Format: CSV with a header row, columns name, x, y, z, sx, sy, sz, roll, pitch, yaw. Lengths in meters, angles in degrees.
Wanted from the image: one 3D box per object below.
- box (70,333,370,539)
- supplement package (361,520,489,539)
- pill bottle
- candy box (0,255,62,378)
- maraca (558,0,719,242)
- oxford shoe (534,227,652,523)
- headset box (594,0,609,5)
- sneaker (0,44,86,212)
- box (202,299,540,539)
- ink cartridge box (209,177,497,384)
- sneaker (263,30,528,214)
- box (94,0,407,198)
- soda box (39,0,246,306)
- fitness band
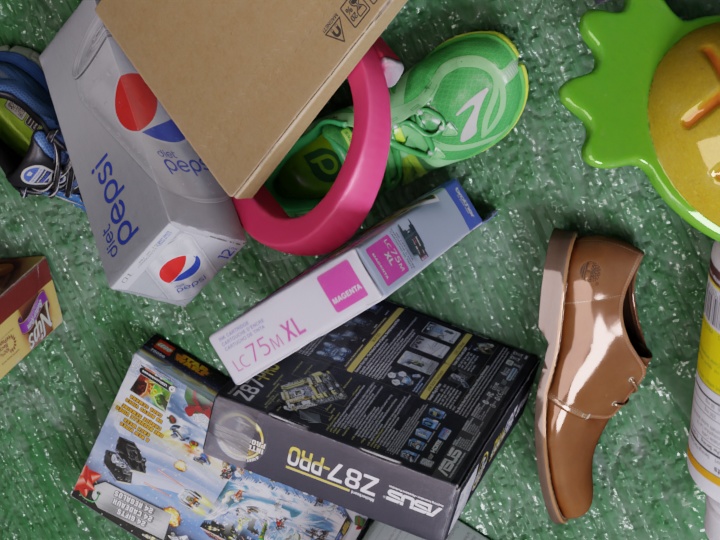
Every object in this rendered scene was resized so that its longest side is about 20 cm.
name,x,y,z,sx,sy,sz,roll,pitch,yaw
box,-0.094,0.154,1.462,0.199,0.040,0.138,31,118,5
supplement package,0.070,0.263,1.404,0.199,0.117,0.118,32,119,6
pill bottle,0.258,0.075,1.256,0.108,0.109,0.202,10,115,16
candy box,-0.326,0.040,1.457,0.198,0.117,0.057,-5,111,22
maraca,0.208,-0.087,1.190,0.199,0.138,0.107,22,160,-13
oxford shoe,0.149,0.075,1.322,0.071,0.071,0.202,7,113,12
headset box,0.191,-0.272,1.141,0.199,0.093,0.175,-22,103,27
sneaker,-0.192,-0.066,1.376,0.199,0.089,0.079,34,121,4
box,0.012,0.083,1.300,0.160,0.200,0.049,21,116,10
ink cartridge box,0.000,0.000,1.272,0.119,0.200,0.042,-31,90,29
sneaker,0.020,-0.081,1.293,0.199,0.084,0.074,-28,100,27
box,-0.062,-0.169,1.226,0.200,0.021,0.164,-49,67,30
soda box,-0.140,-0.079,1.300,0.068,0.063,0.201,-44,50,30
fitness band,-0.042,-0.098,1.268,0.144,0.037,0.200,-59,42,20
